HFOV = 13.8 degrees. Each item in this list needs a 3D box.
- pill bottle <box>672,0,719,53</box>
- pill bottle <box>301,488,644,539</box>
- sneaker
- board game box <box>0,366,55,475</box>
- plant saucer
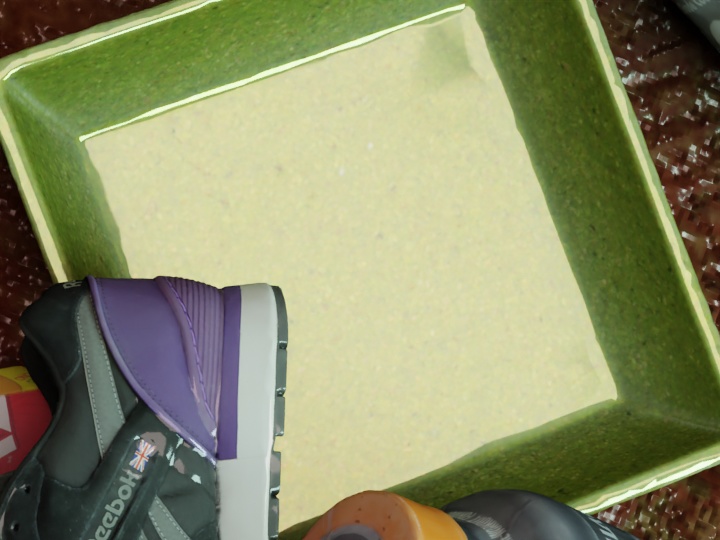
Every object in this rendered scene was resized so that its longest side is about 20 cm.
[{"bbox_3d":[0.146,-0.125,0.977,0.114,0.114,0.200,-44,94,-14],"label":"pill bottle"},{"bbox_3d":[0.068,0.131,0.899,0.200,0.106,0.106,25,77,-32],"label":"pill bottle"},{"bbox_3d":[-0.071,0.096,0.864,0.087,0.076,0.200,5,63,-9],"label":"sneaker"},{"bbox_3d":[-0.165,0.088,0.852,0.200,0.030,0.096,-8,108,-48],"label":"board game box"},{"bbox_3d":[0.000,0.000,0.961,0.199,0.048,0.200,-20,88,-15],"label":"plant saucer"}]
